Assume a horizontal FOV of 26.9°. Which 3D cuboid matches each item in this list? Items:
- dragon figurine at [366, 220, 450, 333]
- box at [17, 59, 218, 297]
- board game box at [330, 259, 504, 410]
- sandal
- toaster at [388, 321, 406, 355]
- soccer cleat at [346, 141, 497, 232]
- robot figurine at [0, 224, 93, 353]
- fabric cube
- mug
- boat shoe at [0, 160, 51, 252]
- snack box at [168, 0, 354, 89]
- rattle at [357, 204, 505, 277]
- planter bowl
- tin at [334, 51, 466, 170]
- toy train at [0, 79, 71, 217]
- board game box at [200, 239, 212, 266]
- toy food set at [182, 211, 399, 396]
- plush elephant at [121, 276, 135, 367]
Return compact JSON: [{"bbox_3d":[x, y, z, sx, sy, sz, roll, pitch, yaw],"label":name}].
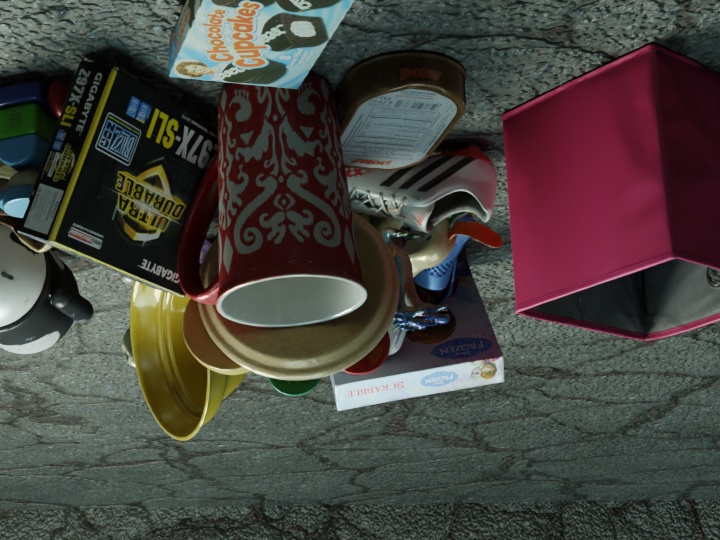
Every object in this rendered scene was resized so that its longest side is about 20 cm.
[{"bbox_3d":[0.000,0.000,1.511,0.198,0.101,0.059,16,-177,23],"label":"dragon figurine"},{"bbox_3d":[-0.204,-0.078,1.357,0.049,0.161,0.200,14,172,31],"label":"box"},{"bbox_3d":[0.053,0.072,1.782,0.197,0.200,0.042,-10,126,-5],"label":"board game box"},{"bbox_3d":[0.087,-0.017,1.710,0.078,0.088,0.200,1,160,-4],"label":"sandal"},{"bbox_3d":[-0.027,0.030,1.698,0.128,0.115,0.200,1,-153,-30],"label":"toaster"},{"bbox_3d":[0.040,-0.076,1.509,0.197,0.086,0.069,-6,149,3],"label":"soccer cleat"},{"bbox_3d":[-0.390,0.020,1.694,0.149,0.126,0.200,-22,160,2],"label":"robot figurine"},{"bbox_3d":[0.270,-0.063,1.415,0.198,0.202,0.195,12,156,-38],"label":"fabric cube"},{"bbox_3d":[-0.089,-0.064,1.344,0.175,0.202,0.134,-7,160,4],"label":"mug"},{"bbox_3d":[-0.333,-0.052,1.559,0.071,0.073,0.200,-10,160,21],"label":"boat shoe"},{"bbox_3d":[-0.077,-0.205,1.191,0.115,0.038,0.200,4,161,-17],"label":"snack box"},{"bbox_3d":[0.038,-0.063,1.557,0.199,0.130,0.143,-6,124,56],"label":"rattle"},{"bbox_3d":[-0.172,0.076,1.618,0.083,0.203,0.200,-8,167,-32],"label":"planter bowl"},{"bbox_3d":[0.029,-0.143,1.399,0.111,0.042,0.200,6,160,-13],"label":"tin"},{"bbox_3d":[-0.271,-0.087,1.393,0.084,0.117,0.200,-8,161,17],"label":"toy train"},{"bbox_3d":[-0.202,-0.040,1.564,0.119,0.033,0.200,20,169,34],"label":"board game box"},{"bbox_3d":[-0.057,0.022,1.416,0.196,0.202,0.049,16,151,10],"label":"toy food set"},{"bbox_3d":[-0.208,0.063,1.764,0.163,0.157,0.200,12,172,13],"label":"plush elephant"}]
